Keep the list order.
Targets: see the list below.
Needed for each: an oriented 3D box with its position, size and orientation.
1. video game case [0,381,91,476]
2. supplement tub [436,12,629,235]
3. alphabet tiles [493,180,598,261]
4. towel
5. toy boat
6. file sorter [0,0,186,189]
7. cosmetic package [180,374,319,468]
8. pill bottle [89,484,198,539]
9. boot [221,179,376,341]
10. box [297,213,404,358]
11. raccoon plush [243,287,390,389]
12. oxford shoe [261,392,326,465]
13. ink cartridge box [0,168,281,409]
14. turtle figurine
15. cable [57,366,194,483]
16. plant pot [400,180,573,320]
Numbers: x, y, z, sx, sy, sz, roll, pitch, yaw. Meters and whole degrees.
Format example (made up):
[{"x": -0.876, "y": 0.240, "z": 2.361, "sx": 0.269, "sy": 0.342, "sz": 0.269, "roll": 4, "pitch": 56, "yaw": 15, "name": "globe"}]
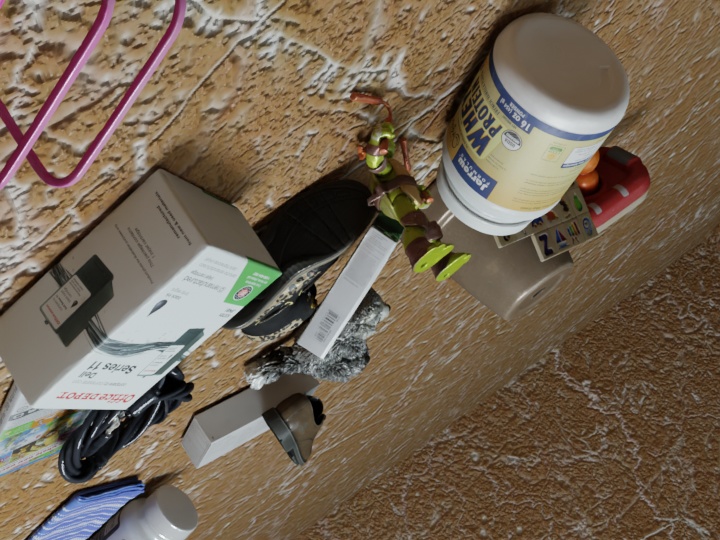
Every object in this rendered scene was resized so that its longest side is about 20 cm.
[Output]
[{"x": -0.300, "y": 0.135, "z": 0.937, "sx": 0.142, "sy": 0.018, "sz": 0.201, "roll": -19, "pitch": 154, "yaw": -48, "name": "video game case"}, {"x": 0.168, "y": -0.143, "z": 0.958, "sx": 0.143, "sy": 0.145, "sz": 0.201, "roll": -26, "pitch": 159, "yaw": -33, "name": "supplement tub"}, {"x": 0.205, "y": -0.097, "z": 1.124, "sx": 0.199, "sy": 0.169, "sz": 0.008, "roll": -20, "pitch": 177, "yaw": -44, "name": "alphabet tiles"}, {"x": -0.401, "y": 0.360, "z": 1.288, "sx": 0.200, "sy": 0.024, "sz": 0.144, "roll": -44, "pitch": 161, "yaw": 16, "name": "towel"}, {"x": 0.331, "y": -0.137, "z": 1.386, "sx": 0.199, "sy": 0.130, "sz": 0.132, "roll": -34, "pitch": 132, "yaw": -15, "name": "toy boat"}, {"x": -0.187, "y": -0.112, "z": 0.363, "sx": 0.139, "sy": 0.126, "sz": 0.199, "roll": -47, "pitch": 161, "yaw": 26, "name": "file sorter"}, {"x": -0.156, "y": 0.204, "z": 1.336, "sx": 0.199, "sy": 0.051, "sz": 0.083, "roll": -24, "pitch": 160, "yaw": -39, "name": "cosmetic package"}, {"x": -0.339, "y": 0.416, "z": 1.403, "sx": 0.200, "sy": 0.111, "sz": 0.110, "roll": -43, "pitch": 162, "yaw": 17, "name": "pill bottle"}, {"x": -0.065, "y": -0.002, "z": 0.971, "sx": 0.200, "sy": 0.073, "sz": 0.151, "roll": -44, "pitch": 168, "yaw": -8, "name": "boot"}, {"x": 0.000, "y": 0.000, "z": 1.004, "sx": 0.145, "sy": 0.036, "sz": 0.200, "roll": -57, "pitch": -178, "yaw": 16, "name": "box"}, {"x": -0.051, "y": 0.089, "z": 1.206, "sx": 0.198, "sy": 0.097, "sz": 0.135, "roll": -30, "pitch": 153, "yaw": -24, "name": "raccoon plush"}, {"x": -0.082, "y": 0.226, "z": 1.339, "sx": 0.084, "sy": 0.073, "sz": 0.200, "roll": -37, "pitch": 163, "yaw": -12, "name": "oxford shoe"}, {"x": -0.185, "y": 0.025, "z": 0.780, "sx": 0.199, "sy": 0.083, "sz": 0.146, "roll": -40, "pitch": 162, "yaw": 9, "name": "ink cartridge box"}, {"x": 0.037, "y": -0.073, "z": 0.884, "sx": 0.064, "sy": 0.163, "sz": 0.200, "roll": -29, "pitch": 157, "yaw": 6, "name": "turtle figurine"}, {"x": -0.251, "y": 0.169, "z": 1.010, "sx": 0.163, "sy": 0.051, "sz": 0.200, "roll": -47, "pitch": 175, "yaw": -15, "name": "cable"}, {"x": 0.174, "y": -0.036, "z": 1.191, "sx": 0.199, "sy": 0.176, "sz": 0.201, "roll": -33, "pitch": 162, "yaw": -12, "name": "plant pot"}]
